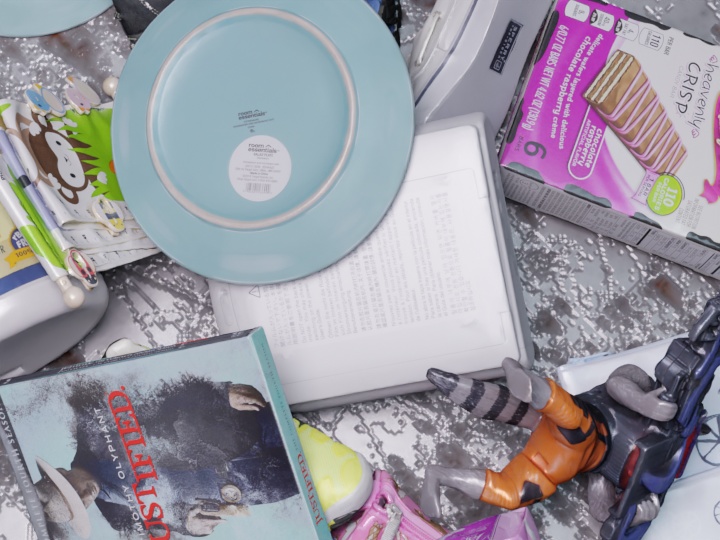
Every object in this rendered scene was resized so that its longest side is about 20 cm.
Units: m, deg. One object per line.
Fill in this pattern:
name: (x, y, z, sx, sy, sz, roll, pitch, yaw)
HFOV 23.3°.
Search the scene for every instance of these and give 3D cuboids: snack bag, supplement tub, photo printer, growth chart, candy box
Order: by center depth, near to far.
supplement tub: (-0.265, -0.029, 1.106, 0.144, 0.144, 0.201, -30, 80, -7)
growth chart: (-0.174, -0.059, 1.107, 0.018, 0.200, 0.145, -37, 89, 26)
photo printer: (0.000, 0.000, 1.115, 0.198, 0.069, 0.168, -12, 90, 13)
snack bag: (0.243, 0.128, 1.140, 0.187, 0.021, 0.202, -15, 78, -3)
candy box: (0.200, -0.086, 1.160, 0.198, 0.061, 0.137, 21, 76, 0)

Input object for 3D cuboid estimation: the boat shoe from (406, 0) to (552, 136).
boat shoe: (0.063, -0.141, 1.174, 0.066, 0.072, 0.201, 28, 98, 43)

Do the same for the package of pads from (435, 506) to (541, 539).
package of pads: (0.077, 0.251, 1.007, 0.120, 0.076, 0.201, -22, 94, 13)

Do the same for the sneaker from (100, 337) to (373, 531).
sneaker: (-0.085, 0.104, 1.081, 0.198, 0.077, 0.076, 18, 58, 22)

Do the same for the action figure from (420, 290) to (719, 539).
action figure: (0.145, 0.078, 1.065, 0.105, 0.192, 0.201, 47, 122, 43)

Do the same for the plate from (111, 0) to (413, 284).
plate: (-0.065, -0.093, 1.080, 0.198, 0.026, 0.202, -2, 83, 14)

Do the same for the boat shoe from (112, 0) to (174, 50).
boat shoe: (-0.073, -0.183, 1.155, 0.198, 0.072, 0.068, -5, 112, 22)

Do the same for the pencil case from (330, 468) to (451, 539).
pencil case: (0.069, 0.210, 1.085, 0.199, 0.087, 0.083, 34, 96, 4)

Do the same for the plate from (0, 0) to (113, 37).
plate: (-0.236, -0.262, 1.218, 0.198, 0.026, 0.202, 0, 78, -2)

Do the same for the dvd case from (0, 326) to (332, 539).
dvd case: (-0.125, 0.120, 1.064, 0.198, 0.022, 0.147, -11, 104, 27)

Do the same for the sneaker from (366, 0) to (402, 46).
sneaker: (-0.012, -0.192, 1.190, 0.078, 0.075, 0.202, 3, 72, 14)
